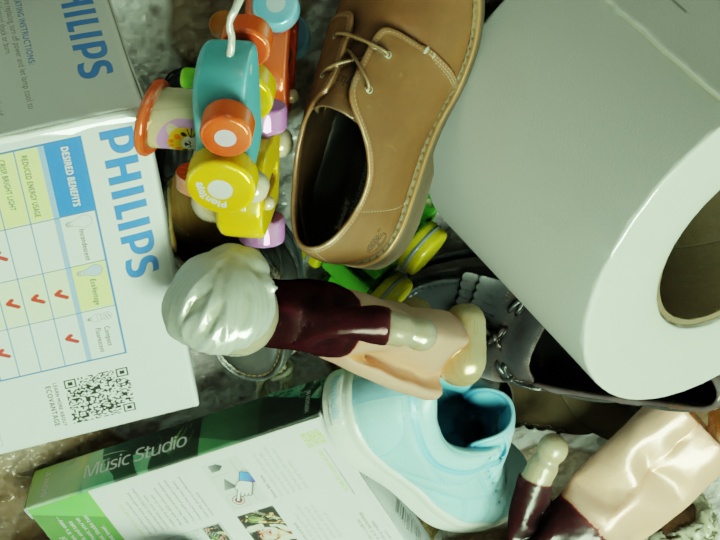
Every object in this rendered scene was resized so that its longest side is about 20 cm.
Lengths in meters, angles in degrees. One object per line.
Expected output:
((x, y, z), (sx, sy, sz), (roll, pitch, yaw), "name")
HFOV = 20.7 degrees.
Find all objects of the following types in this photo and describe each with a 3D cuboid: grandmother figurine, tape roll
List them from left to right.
((-0.017, 0.027, 0.963), (0.121, 0.061, 0.199), (-5, 170, 39), "grandmother figurine")
((0.134, 0.147, 1.139), (0.200, 0.061, 0.121), (-41, 94, 5), "grandmother figurine")
((0.151, -0.055, 0.994), (0.202, 0.139, 0.204), (-25, 141, -22), "tape roll")

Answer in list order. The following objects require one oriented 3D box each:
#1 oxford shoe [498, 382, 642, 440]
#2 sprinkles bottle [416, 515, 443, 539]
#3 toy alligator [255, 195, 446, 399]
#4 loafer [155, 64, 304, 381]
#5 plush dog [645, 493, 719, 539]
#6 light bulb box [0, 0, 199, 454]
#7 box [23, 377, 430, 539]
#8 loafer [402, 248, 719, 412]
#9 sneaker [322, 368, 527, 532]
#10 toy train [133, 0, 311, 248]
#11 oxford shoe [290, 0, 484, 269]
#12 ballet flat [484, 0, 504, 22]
((0.126, 0.067, 1.188), (0.084, 0.073, 0.200), (-37, 120, 19), "oxford shoe")
((0.020, 0.188, 1.259), (0.068, 0.068, 0.201), (-10, 133, -11), "sprinkles bottle")
((0.000, 0.000, 1.095), (0.054, 0.059, 0.200), (-37, 165, -52), "toy alligator")
((-0.075, -0.008, 1.030), (0.072, 0.073, 0.201), (-2, 133, 13), "loafer")
((0.149, 0.221, 1.270), (0.199, 0.172, 0.161), (-28, 103, 4), "plush dog")
((-0.196, -0.017, 0.954), (0.198, 0.125, 0.199), (-13, 134, -8), "light bulb box")
((-0.077, 0.149, 1.163), (0.199, 0.036, 0.145), (-19, 125, 18), "box")
((0.112, 0.035, 1.077), (0.198, 0.063, 0.072), (10, 114, 11), "loafer")
((0.062, 0.103, 1.134), (0.081, 0.075, 0.200), (-12, 157, 30), "sneaker")
((-0.061, -0.090, 0.895), (0.055, 0.152, 0.200), (3, 176, 5), "toy train")
((0.010, -0.098, 0.937), (0.071, 0.071, 0.202), (0, 101, -63), "oxford shoe")
((0.046, -0.130, 0.998), (0.067, 0.046, 0.200), (31, 111, -16), "ballet flat")
